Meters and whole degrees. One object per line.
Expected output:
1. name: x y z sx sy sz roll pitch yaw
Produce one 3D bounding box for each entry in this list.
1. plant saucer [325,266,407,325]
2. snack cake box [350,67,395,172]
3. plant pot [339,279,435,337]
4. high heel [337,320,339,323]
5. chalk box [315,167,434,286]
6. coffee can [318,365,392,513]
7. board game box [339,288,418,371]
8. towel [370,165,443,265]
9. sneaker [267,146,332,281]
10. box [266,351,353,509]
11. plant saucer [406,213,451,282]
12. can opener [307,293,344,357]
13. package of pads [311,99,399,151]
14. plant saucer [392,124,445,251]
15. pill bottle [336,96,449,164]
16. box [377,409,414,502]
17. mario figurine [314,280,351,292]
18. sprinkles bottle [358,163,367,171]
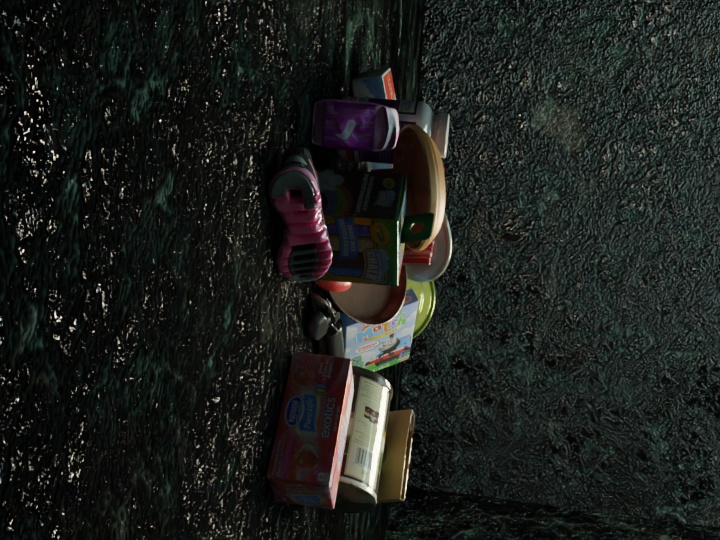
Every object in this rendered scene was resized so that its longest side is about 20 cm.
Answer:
1. plant saucer: 0.000 0.000 1.513 0.034 0.198 0.204 -21 -128 48
2. snack cake box: 0.039 -0.291 1.713 0.115 0.066 0.204 -60 141 -67
3. plant pot: 0.033 0.046 1.729 0.190 0.196 0.205 16 79 -70
4. high heel: -0.010 0.137 1.691 0.201 0.094 0.069 80 18 -65
5. chalk box: 0.010 -0.064 1.291 0.126 0.196 0.126 -75 168 -50
6. coffee can: -0.029 0.284 1.451 0.147 0.143 0.203 85 13 -55
7. board game box: 0.029 0.127 1.639 0.202 0.149 0.037 93 -27 -51
8. towel: 0.069 -0.097 1.500 0.023 0.142 0.203 54 41 -54
9. sneaker: -0.077 -0.074 1.137 0.096 0.077 0.202 -93 -177 -46
10. box: -0.070 0.237 1.285 0.103 0.093 0.203 84 13 -57
11. plant saucer: 0.080 -0.068 1.587 0.050 0.199 0.203 -25 130 -37
12. can opener: -0.064 0.108 1.478 0.066 0.052 0.201 -45 155 -19
13. package of pads: -0.003 -0.232 1.380 0.200 0.118 0.077 -51 146 -78
14. plant saucer: 0.096 -0.134 1.391 0.200 0.037 0.205 176 -90 -76
15. pill bottle: 0.058 -0.247 1.537 0.112 0.196 0.115 6 90 -82
16. box: -0.004 0.331 1.519 0.021 0.197 0.166 50 39 -43
17. mario figurine: -0.015 -0.053 1.411 0.106 0.122 0.201 50 53 -24
18. sprinkles bottle: 0.010 -0.151 1.756 0.201 0.067 0.069 -72 166 -58
